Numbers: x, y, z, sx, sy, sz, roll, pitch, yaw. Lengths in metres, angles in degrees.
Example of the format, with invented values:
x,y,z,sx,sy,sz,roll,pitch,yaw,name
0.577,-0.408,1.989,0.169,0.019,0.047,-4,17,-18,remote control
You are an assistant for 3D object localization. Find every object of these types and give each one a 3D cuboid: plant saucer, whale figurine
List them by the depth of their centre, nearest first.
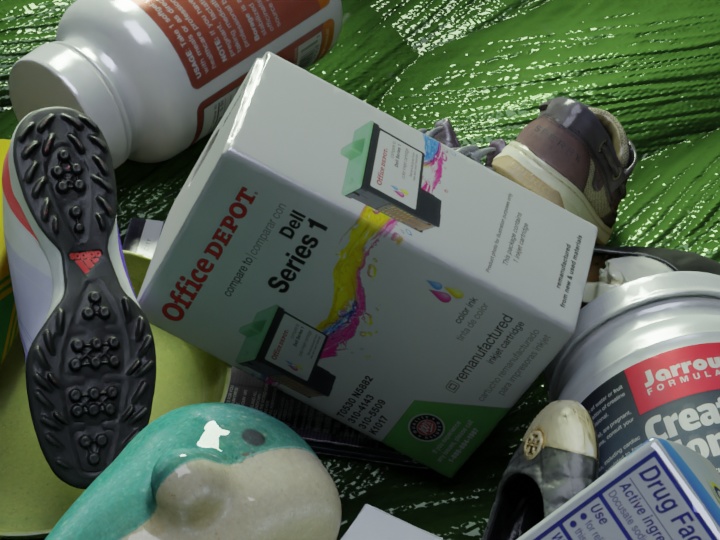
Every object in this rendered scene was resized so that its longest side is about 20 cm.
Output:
x,y,z,sx,sy,sz,roll,pitch,yaw,name
-0.107,0.130,1.007,0.199,0.160,0.104,-18,55,-33,whale figurine
-0.165,0.070,1.145,0.198,0.031,0.201,-5,47,6,plant saucer

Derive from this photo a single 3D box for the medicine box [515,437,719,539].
x,y,z,sx,sy,sz,roll,pitch,yaw,name
0.111,0.205,0.908,0.200,0.103,0.183,-38,70,10,medicine box

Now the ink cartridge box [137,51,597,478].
x,y,z,sx,sy,sz,roll,pitch,yaw,name
0.000,0.000,1.105,0.199,0.145,0.084,27,45,-8,ink cartridge box

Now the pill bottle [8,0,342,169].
x,y,z,sx,sy,sz,roll,pitch,yaw,name
-0.115,-0.138,1.308,0.112,0.113,0.200,35,53,27,pill bottle

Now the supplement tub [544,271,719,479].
x,y,z,sx,sy,sz,roll,pitch,yaw,name
0.174,0.114,1.065,0.139,0.141,0.201,-6,47,-9,supplement tub

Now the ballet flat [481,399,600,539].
x,y,z,sx,sy,sz,roll,pitch,yaw,name
0.064,0.153,1.023,0.057,0.066,0.201,27,78,-18,ballet flat

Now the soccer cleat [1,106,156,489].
x,y,z,sx,sy,sz,roll,pitch,yaw,name
-0.151,0.018,1.110,0.068,0.073,0.202,-5,75,-20,soccer cleat

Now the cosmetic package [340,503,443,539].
x,y,z,sx,sy,sz,roll,pitch,yaw,name
-0.029,0.210,1.000,0.050,0.083,0.200,24,49,18,cosmetic package

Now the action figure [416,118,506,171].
x,y,z,sx,sy,sz,roll,pitch,yaw,name
-0.009,-0.049,1.226,0.199,0.070,0.130,-7,5,-37,action figure

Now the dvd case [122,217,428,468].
x,y,z,sx,sy,sz,roll,pitch,yaw,name
-0.050,0.039,1.209,0.198,0.016,0.149,8,47,3,dvd case

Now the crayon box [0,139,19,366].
x,y,z,sx,sy,sz,roll,pitch,yaw,name
-0.247,0.009,1.161,0.126,0.051,0.201,7,49,17,crayon box

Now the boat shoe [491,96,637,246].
x,y,z,sx,sy,sz,roll,pitch,yaw,name
0.126,-0.061,1.209,0.072,0.200,0.065,42,98,13,boat shoe

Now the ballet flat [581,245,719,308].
x,y,z,sx,sy,sz,roll,pitch,yaw,name
0.119,0.017,1.180,0.198,0.069,0.068,6,4,9,ballet flat
